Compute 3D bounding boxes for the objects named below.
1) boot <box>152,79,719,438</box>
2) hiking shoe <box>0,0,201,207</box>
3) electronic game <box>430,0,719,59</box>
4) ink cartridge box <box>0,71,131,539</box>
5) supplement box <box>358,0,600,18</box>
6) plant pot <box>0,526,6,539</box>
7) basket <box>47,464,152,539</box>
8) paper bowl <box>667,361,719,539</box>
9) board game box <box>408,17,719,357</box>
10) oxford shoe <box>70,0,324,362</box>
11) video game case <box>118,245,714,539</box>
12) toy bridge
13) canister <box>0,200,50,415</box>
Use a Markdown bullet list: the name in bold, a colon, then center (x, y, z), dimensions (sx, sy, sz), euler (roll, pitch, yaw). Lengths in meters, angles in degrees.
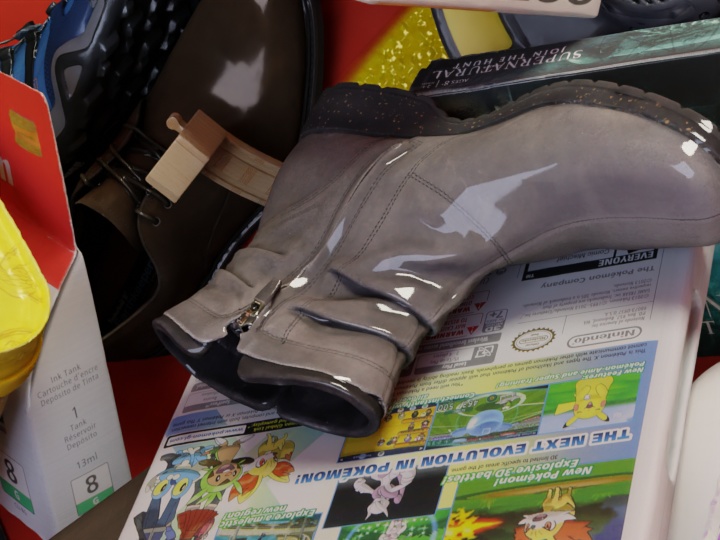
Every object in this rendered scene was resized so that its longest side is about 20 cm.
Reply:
- **boot**: center (0.031, 0.004, 0.708), dimensions (0.199, 0.132, 0.070), euler (2, 139, 43)
- **hiking shoe**: center (-0.138, -0.084, 0.902), dimensions (0.086, 0.074, 0.201), euler (34, 112, 18)
- **electronic game**: center (0.114, -0.129, 0.784), dimensions (0.198, 0.042, 0.202), euler (4, 100, 27)
- **ink cartridge box**: center (-0.171, 0.001, 0.876), dimensions (0.160, 0.050, 0.201), euler (28, 138, 44)
- **supplement box**: center (-0.017, -0.149, 0.771), dimensions (0.199, 0.125, 0.074), euler (22, 108, 43)
- **plant pot**: center (-0.295, 0.179, 0.958), dimensions (0.199, 0.196, 0.202), euler (5, 100, 27)
- **basket**: center (-0.061, 0.138, 0.787), dimensions (0.137, 0.200, 0.180), euler (56, 160, -13)
- **paper bowl**: center (0.157, 0.106, 0.707), dimensions (0.104, 0.200, 0.203), euler (11, 103, 29)
- **board game box**: center (0.129, -0.029, 0.765), dimensions (0.198, 0.028, 0.136), euler (-6, 124, 29)
- **oxford shoe**: center (-0.075, -0.043, 0.872), dimensions (0.072, 0.084, 0.201), euler (31, 109, 21)
- **video game case**: center (0.018, 0.053, 0.714), dimensions (0.198, 0.183, 0.022), euler (-10, 125, 24)
- **toy bridge**: center (0.000, 0.000, 0.842), dimensions (0.200, 0.067, 0.027), euler (39, 116, -6)
- **canister**: center (-0.210, 0.047, 0.848), dimensions (0.149, 0.086, 0.201), euler (54, 136, 28)
